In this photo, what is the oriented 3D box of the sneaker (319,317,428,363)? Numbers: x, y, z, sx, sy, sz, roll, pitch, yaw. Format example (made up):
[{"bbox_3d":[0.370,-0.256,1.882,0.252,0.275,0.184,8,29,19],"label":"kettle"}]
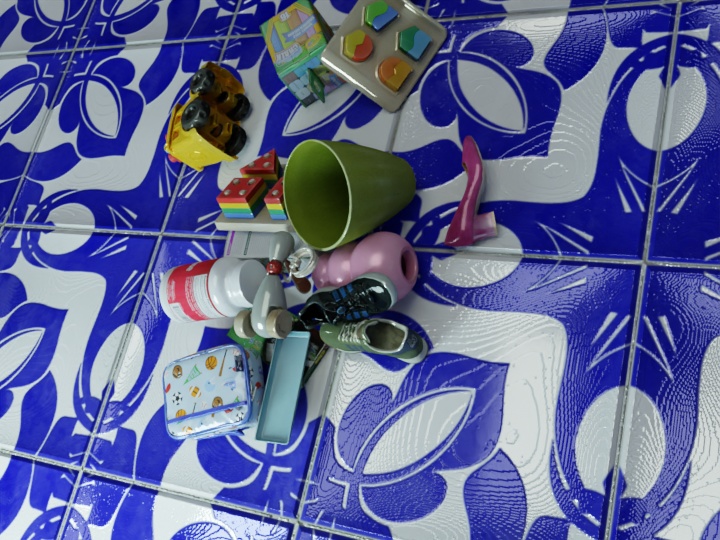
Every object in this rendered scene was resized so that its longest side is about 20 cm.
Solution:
[{"bbox_3d":[0.012,0.105,1.418,0.198,0.090,0.068,10,72,23],"label":"sneaker"}]

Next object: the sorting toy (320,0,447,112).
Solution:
[{"bbox_3d":[0.048,-0.441,1.638,0.184,0.036,0.201,35,86,-5],"label":"sorting toy"}]

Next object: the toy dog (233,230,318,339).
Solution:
[{"bbox_3d":[-0.140,0.043,1.480,0.131,0.096,0.201,27,83,35],"label":"toy dog"}]

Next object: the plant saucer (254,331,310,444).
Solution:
[{"bbox_3d":[-0.133,0.205,1.473,0.069,0.019,0.202,0,67,26],"label":"plant saucer"}]

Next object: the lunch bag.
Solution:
[{"bbox_3d":[-0.262,0.225,1.512,0.198,0.075,0.162,-17,69,23],"label":"lunch bag"}]

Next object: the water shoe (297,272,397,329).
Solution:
[{"bbox_3d":[-0.021,0.061,1.392,0.199,0.072,0.079,-18,21,45],"label":"water shoe"}]

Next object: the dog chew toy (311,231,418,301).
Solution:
[{"bbox_3d":[0.000,0.000,1.471,0.199,0.124,0.126,-6,64,33],"label":"dog chew toy"}]

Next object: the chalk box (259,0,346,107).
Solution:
[{"bbox_3d":[-0.105,-0.434,1.719,0.123,0.124,0.201,-29,58,12],"label":"chalk box"}]

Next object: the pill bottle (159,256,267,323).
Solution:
[{"bbox_3d":[-0.272,0.035,1.572,0.199,0.112,0.113,-9,63,34],"label":"pill bottle"}]

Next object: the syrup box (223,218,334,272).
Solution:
[{"bbox_3d":[-0.153,-0.045,1.587,0.198,0.079,0.082,0,68,27],"label":"syrup box"}]

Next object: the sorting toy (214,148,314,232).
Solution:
[{"bbox_3d":[-0.159,-0.162,1.596,0.198,0.070,0.199,3,41,31],"label":"sorting toy"}]

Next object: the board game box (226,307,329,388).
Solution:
[{"bbox_3d":[-0.151,0.124,1.541,0.199,0.023,0.105,30,85,33],"label":"board game box"}]

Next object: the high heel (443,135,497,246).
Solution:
[{"bbox_3d":[0.178,-0.140,1.475,0.095,0.067,0.202,-12,75,9],"label":"high heel"}]

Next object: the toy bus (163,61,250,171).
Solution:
[{"bbox_3d":[-0.347,-0.316,1.795,0.191,0.135,0.202,-18,57,36],"label":"toy bus"}]

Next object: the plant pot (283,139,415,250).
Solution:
[{"bbox_3d":[-0.002,-0.143,1.478,0.186,0.199,0.189,16,112,47],"label":"plant pot"}]
